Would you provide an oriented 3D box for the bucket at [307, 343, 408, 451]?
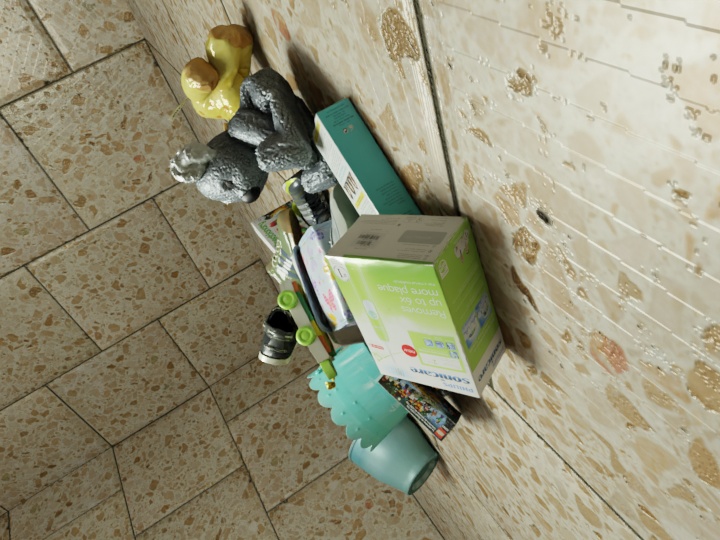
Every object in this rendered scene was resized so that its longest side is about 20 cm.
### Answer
[{"bbox_3d":[0.008,0.242,1.177,0.207,0.135,0.207,49,-179,-1],"label":"bucket"}]

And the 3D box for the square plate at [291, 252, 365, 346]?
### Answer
[{"bbox_3d":[-0.043,0.062,1.141,0.200,0.028,0.198,61,-159,18],"label":"square plate"}]

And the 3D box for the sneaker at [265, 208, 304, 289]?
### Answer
[{"bbox_3d":[-0.151,-0.020,1.163,0.067,0.090,0.200,-74,-29,-63],"label":"sneaker"}]

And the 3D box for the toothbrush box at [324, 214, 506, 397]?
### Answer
[{"bbox_3d":[0.069,0.039,0.680,0.146,0.086,0.200,7,135,38],"label":"toothbrush box"}]

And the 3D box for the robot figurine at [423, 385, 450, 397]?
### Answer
[{"bbox_3d":[0.097,0.128,0.982,0.145,0.058,0.200,63,168,-21],"label":"robot figurine"}]

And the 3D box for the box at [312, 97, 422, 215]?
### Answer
[{"bbox_3d":[0.011,-0.114,0.752,0.200,0.049,0.082,58,168,4],"label":"box"}]

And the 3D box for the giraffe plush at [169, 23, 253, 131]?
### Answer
[{"bbox_3d":[-0.203,-0.285,0.984,0.162,0.200,0.173,36,-158,-6],"label":"giraffe plush"}]

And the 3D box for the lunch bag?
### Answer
[{"bbox_3d":[-0.034,0.012,0.986,0.200,0.127,0.170,147,103,-73],"label":"lunch bag"}]

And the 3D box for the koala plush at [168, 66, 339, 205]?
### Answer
[{"bbox_3d":[-0.163,-0.172,0.858,0.184,0.200,0.177,62,-164,14],"label":"koala plush"}]

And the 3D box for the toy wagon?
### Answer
[{"bbox_3d":[-0.083,0.112,1.023,0.200,0.040,0.155,61,179,15],"label":"toy wagon"}]

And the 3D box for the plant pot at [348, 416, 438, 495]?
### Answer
[{"bbox_3d":[0.103,0.498,1.595,0.188,0.200,0.200,34,157,29],"label":"plant pot"}]

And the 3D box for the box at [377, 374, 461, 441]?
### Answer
[{"bbox_3d":[0.108,0.223,1.011,0.137,0.038,0.200,42,-178,15],"label":"box"}]

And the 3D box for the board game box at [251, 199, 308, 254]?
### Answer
[{"bbox_3d":[-0.154,-0.092,1.294,0.200,0.126,0.035,41,159,54],"label":"board game box"}]

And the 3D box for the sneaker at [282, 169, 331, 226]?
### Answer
[{"bbox_3d":[-0.088,-0.132,1.095,0.081,0.074,0.200,49,173,14],"label":"sneaker"}]

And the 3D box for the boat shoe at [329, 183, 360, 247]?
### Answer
[{"bbox_3d":[-0.018,-0.046,0.832,0.072,0.070,0.201,-56,30,34],"label":"boat shoe"}]

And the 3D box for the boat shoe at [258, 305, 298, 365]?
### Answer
[{"bbox_3d":[-0.139,0.099,1.051,0.200,0.072,0.068,-99,17,-74],"label":"boat shoe"}]
